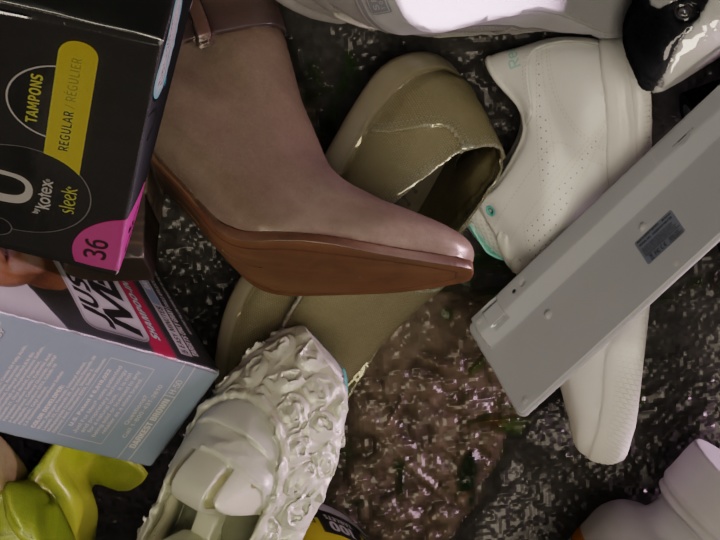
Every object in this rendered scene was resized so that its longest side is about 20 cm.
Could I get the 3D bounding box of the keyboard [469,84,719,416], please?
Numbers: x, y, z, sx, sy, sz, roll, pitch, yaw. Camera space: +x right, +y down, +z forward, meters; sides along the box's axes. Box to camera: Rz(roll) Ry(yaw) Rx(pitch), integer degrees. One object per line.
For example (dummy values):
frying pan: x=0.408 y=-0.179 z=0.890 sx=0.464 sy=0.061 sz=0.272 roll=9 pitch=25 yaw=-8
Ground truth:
keyboard: x=0.128 y=-0.020 z=1.059 sx=0.200 sy=0.056 sz=0.011 roll=-44 pitch=148 yaw=19

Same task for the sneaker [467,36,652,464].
sneaker: x=0.091 y=-0.009 z=1.123 sx=0.088 sy=0.075 sz=0.202 roll=-1 pitch=102 yaw=4

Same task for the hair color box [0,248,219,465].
hair color box: x=-0.165 y=0.012 z=1.023 sx=0.199 sy=0.099 sz=0.061 roll=18 pitch=118 yaw=-43

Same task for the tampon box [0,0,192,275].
tampon box: x=-0.124 y=-0.130 z=0.942 sx=0.125 sy=0.201 sz=0.150 roll=13 pitch=145 yaw=-4

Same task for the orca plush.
orca plush: x=0.186 y=-0.160 z=1.073 sx=0.199 sy=0.105 sz=0.071 roll=-36 pitch=85 yaw=-2

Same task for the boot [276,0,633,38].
boot: x=0.050 y=-0.140 z=1.063 sx=0.199 sy=0.095 sz=0.074 roll=-6 pitch=104 yaw=-43

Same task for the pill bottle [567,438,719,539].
pill bottle: x=0.128 y=0.182 z=1.163 sx=0.111 sy=0.111 sz=0.200 roll=36 pitch=100 yaw=-18

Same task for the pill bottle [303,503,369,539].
pill bottle: x=-0.018 y=0.196 z=1.092 sx=0.112 sy=0.200 sz=0.113 roll=-7 pitch=116 yaw=-15

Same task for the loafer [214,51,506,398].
loafer: x=0.000 y=0.000 z=1.093 sx=0.075 sy=0.068 sz=0.201 roll=12 pitch=108 yaw=-46

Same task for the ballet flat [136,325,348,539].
ballet flat: x=-0.068 y=0.117 z=1.048 sx=0.071 sy=0.072 sz=0.201 roll=25 pitch=96 yaw=-16

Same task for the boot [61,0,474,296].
boot: x=-0.050 y=-0.067 z=1.044 sx=0.198 sy=0.070 sz=0.147 roll=3 pitch=69 yaw=-5

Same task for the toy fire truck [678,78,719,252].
toy fire truck: x=0.211 y=0.005 z=1.067 sx=0.128 sy=0.200 sz=0.177 roll=-19 pitch=111 yaw=-2

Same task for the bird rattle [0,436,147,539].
bird rattle: x=-0.203 y=0.101 z=1.097 sx=0.199 sy=0.113 sz=0.163 roll=32 pitch=118 yaw=-14
